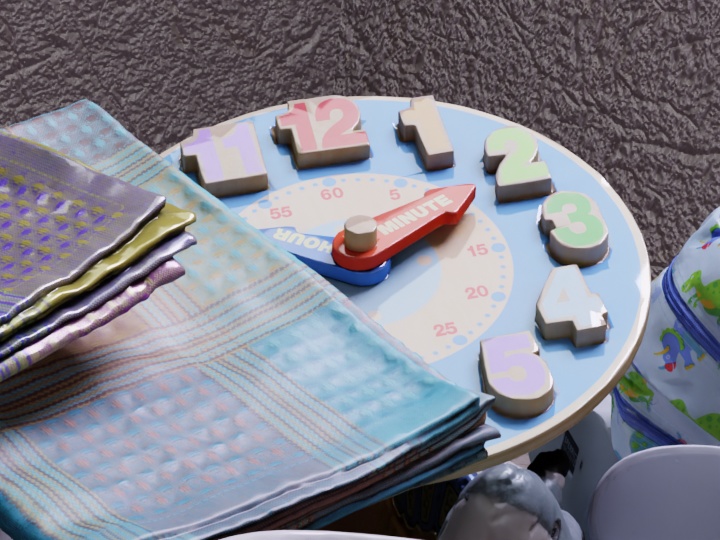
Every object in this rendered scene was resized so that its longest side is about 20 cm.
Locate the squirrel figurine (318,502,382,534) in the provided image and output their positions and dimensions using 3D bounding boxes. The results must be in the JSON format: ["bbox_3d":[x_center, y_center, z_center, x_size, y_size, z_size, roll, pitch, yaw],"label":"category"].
[{"bbox_3d":[-0.064,0.060,0.920,0.187,0.142,0.200,13,7,25],"label":"squirrel figurine"}]

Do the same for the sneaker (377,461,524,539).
[{"bbox_3d":[0.046,0.097,0.991,0.088,0.075,0.200,6,2,-16],"label":"sneaker"}]

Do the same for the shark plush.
[{"bbox_3d":[0.065,0.098,0.796,0.091,0.083,0.200,6,1,24],"label":"shark plush"}]

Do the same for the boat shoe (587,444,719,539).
[{"bbox_3d":[0.178,0.112,0.851,0.202,0.075,0.086,14,-6,10],"label":"boat shoe"}]

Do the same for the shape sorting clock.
[{"bbox_3d":[0.000,0.000,0.844,0.200,0.039,0.200,-2,37,1],"label":"shape sorting clock"}]

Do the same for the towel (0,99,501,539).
[{"bbox_3d":[-0.077,0.016,0.717,0.147,0.022,0.200,-22,46,-38],"label":"towel"}]

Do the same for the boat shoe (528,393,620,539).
[{"bbox_3d":[0.135,0.093,1.061,0.091,0.071,0.200,10,17,-9],"label":"boat shoe"}]

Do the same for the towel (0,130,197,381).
[{"bbox_3d":[-0.159,0.002,0.676,0.144,0.023,0.200,25,36,31],"label":"towel"}]

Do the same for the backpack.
[{"bbox_3d":[0.199,0.059,0.979,0.200,0.154,0.163,44,27,-13],"label":"backpack"}]

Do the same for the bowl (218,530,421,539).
[{"bbox_3d":[0.048,0.108,0.524,0.200,0.075,0.200,6,2,9],"label":"bowl"}]

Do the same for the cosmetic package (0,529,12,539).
[{"bbox_3d":[-0.173,0.078,0.726,0.113,0.081,0.200,8,1,7],"label":"cosmetic package"}]
